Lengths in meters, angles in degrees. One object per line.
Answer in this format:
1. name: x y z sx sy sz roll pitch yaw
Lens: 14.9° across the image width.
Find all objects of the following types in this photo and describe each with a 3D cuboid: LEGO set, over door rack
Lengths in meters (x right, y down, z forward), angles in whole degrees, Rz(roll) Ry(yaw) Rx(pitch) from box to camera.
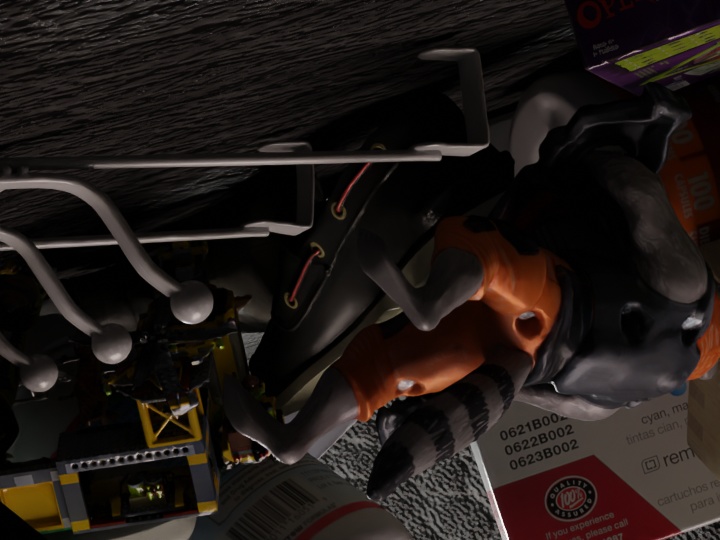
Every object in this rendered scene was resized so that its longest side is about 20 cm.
1. LEGO set: -0.133 0.028 1.065 0.199 0.117 0.154 -5 -151 10
2. over door rack: -0.066 -0.009 0.903 0.199 0.067 0.148 -16 177 -29

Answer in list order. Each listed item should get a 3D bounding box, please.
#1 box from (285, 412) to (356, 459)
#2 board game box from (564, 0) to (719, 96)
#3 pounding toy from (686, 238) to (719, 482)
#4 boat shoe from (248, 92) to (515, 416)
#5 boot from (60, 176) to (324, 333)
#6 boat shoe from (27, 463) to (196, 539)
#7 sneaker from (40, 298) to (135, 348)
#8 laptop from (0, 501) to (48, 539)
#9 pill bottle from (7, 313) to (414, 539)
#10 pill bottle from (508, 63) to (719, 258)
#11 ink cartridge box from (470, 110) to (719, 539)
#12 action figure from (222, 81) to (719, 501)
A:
1. box: -0.027 0.063 1.324 0.144 0.036 0.200 -45 -178 4
2. board game box: 0.140 -0.094 0.942 0.119 0.033 0.200 -16 177 11
3. pounding toy: 0.216 0.047 1.013 0.199 0.143 0.184 -18 -140 -19
4. boat shoe: 0.002 -0.001 1.090 0.073 0.063 0.201 -29 167 -34
5. boot: -0.073 0.009 1.231 0.130 0.068 0.200 -12 175 0
6. boat shoe: -0.160 0.131 1.088 0.200 0.072 0.070 -14 -152 -6
7. sneaker: -0.079 0.040 1.377 0.199 0.100 0.071 -21 174 22
8. laptop: -0.216 0.076 0.906 0.199 0.104 0.177 -18 165 6
9. pill bottle: -0.079 0.103 1.166 0.109 0.200 0.109 -37 146 -31
10. pill bottle: 0.172 -0.049 1.121 0.199 0.115 0.114 -17 177 -21
11. ink cartridge box: 0.107 0.023 1.244 0.144 0.201 0.145 -19 175 2
12. action figure: 0.051 0.036 0.975 0.193 0.105 0.200 -9 143 -35
